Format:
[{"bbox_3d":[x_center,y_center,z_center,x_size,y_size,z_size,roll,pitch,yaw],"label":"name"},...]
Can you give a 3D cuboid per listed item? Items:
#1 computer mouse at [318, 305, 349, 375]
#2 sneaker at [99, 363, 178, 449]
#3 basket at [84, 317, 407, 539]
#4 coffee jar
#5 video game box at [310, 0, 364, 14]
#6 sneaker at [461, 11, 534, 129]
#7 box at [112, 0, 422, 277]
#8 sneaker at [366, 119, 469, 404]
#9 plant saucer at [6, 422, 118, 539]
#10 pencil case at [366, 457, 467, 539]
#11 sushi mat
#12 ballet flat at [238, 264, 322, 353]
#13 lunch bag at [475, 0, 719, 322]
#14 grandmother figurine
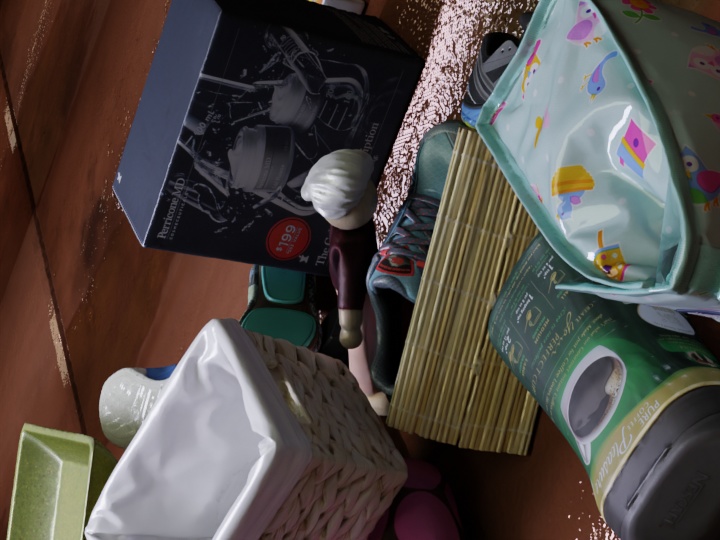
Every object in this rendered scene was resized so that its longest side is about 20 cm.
[{"bbox_3d":[0.004,0.031,1.134,0.201,0.034,0.059,-54,12,32],"label":"computer mouse"},{"bbox_3d":[-0.137,0.114,1.270,0.199,0.110,0.078,-19,72,44],"label":"sneaker"},{"bbox_3d":[-0.076,0.154,0.963,0.201,0.122,0.136,-58,40,22],"label":"basket"},{"bbox_3d":[0.150,0.065,0.794,0.105,0.084,0.201,-61,33,25],"label":"coffee jar"},{"bbox_3d":[-0.078,-0.191,1.327,0.183,0.046,0.202,53,127,50],"label":"video game box"},{"bbox_3d":[0.123,-0.124,0.913,0.199,0.070,0.084,-163,77,-64],"label":"sneaker"},{"bbox_3d":[-0.077,-0.114,1.161,0.104,0.180,0.202,53,128,52],"label":"box"},{"bbox_3d":[0.050,-0.003,0.973,0.078,0.095,0.203,3,87,36],"label":"sneaker"},{"bbox_3d":[-0.247,0.236,1.218,0.199,0.047,0.203,-4,79,61],"label":"plant saucer"},{"bbox_3d":[0.039,0.229,0.951,0.093,0.091,0.202,-28,47,13],"label":"pencil case"},{"bbox_3d":[0.084,0.016,0.928,0.012,0.094,0.203,-106,30,-81],"label":"sushi mat"},{"bbox_3d":[-0.065,0.053,1.172,0.201,0.073,0.075,-80,14,-63],"label":"ballet flat"},{"bbox_3d":[0.170,-0.038,0.699,0.123,0.168,0.201,-61,31,29],"label":"lunch bag"},{"bbox_3d":[0.000,0.000,1.020,0.122,0.060,0.202,-103,2,-51],"label":"grandmother figurine"}]
